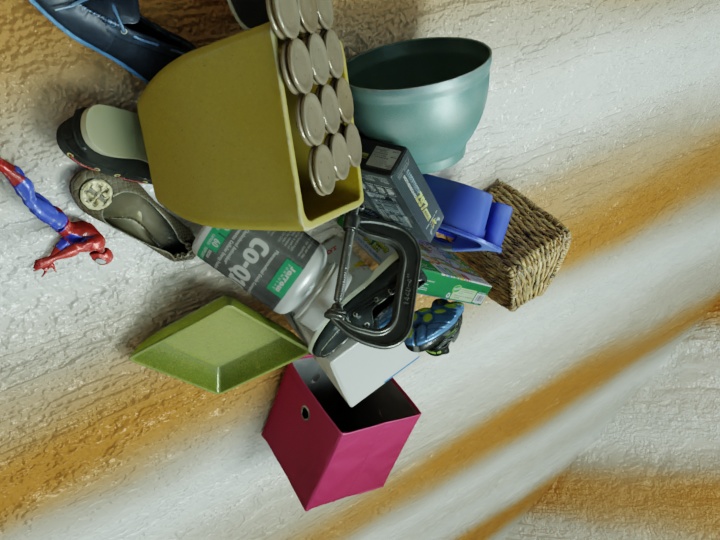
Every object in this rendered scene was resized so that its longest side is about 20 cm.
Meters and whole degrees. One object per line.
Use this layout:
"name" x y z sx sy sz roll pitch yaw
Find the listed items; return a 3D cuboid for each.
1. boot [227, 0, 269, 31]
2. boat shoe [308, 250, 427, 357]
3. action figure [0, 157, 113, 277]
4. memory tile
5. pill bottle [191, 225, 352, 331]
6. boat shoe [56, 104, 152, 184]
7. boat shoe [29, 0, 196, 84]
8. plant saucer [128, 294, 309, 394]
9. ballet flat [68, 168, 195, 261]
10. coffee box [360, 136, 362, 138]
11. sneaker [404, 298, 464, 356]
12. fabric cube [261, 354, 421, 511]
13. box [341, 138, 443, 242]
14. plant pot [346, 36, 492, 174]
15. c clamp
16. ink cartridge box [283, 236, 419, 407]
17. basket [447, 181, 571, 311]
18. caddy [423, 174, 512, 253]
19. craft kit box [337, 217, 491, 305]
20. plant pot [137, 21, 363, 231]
"boot" -0.130 -0.343 0.679 0.072 0.144 0.202 -19 101 3
"boat shoe" 0.014 0.060 0.877 0.199 0.066 0.075 -44 161 -4
"action figure" -0.375 -0.046 0.724 0.099 0.065 0.200 -50 140 -6
"memory tile" -0.042 -0.188 0.641 0.153 0.017 0.202 -57 139 -59
"pill bottle" -0.117 -0.014 0.855 0.199 0.113 0.113 35 102 -6
"boat shoe" -0.258 -0.141 0.748 0.201 0.063 0.075 12 73 -58
"boat shoe" -0.251 -0.263 0.638 0.068 0.085 0.200 -34 158 18
"plant saucer" -0.210 0.110 0.963 0.199 0.048 0.199 -26 143 21
"ballet flat" -0.279 -0.063 0.803 0.067 0.046 0.200 -44 141 1
"coffee box" 0.079 -0.207 0.983 0.199 0.044 0.124 -25 135 -21
"sneaker" 0.118 0.095 0.959 0.199 0.070 0.084 -15 110 -68
"fabric cube" -0.043 0.291 1.192 0.199 0.196 0.201 -2 127 -40
"box" 0.002 -0.120 0.870 0.051 0.199 0.158 -59 144 -16
"plant pot" 0.078 -0.213 0.839 0.199 0.200 0.135 -26 126 -21
"c clamp" 0.000 0.000 0.827 0.169 0.202 0.027 10 161 -18
"ink cartridge box" -0.026 0.079 1.020 0.147 0.200 0.145 -34 141 -12
"basket" 0.275 -0.039 1.171 0.148 0.200 0.143 -33 138 -13
"caddy" 0.152 -0.084 1.043 0.141 0.199 0.106 20 94 -45
"craft kit box" 0.088 -0.025 1.030 0.199 0.197 0.049 12 113 -46
"plant pot" -0.129 -0.147 0.705 0.195 0.198 0.196 -39 122 -67
